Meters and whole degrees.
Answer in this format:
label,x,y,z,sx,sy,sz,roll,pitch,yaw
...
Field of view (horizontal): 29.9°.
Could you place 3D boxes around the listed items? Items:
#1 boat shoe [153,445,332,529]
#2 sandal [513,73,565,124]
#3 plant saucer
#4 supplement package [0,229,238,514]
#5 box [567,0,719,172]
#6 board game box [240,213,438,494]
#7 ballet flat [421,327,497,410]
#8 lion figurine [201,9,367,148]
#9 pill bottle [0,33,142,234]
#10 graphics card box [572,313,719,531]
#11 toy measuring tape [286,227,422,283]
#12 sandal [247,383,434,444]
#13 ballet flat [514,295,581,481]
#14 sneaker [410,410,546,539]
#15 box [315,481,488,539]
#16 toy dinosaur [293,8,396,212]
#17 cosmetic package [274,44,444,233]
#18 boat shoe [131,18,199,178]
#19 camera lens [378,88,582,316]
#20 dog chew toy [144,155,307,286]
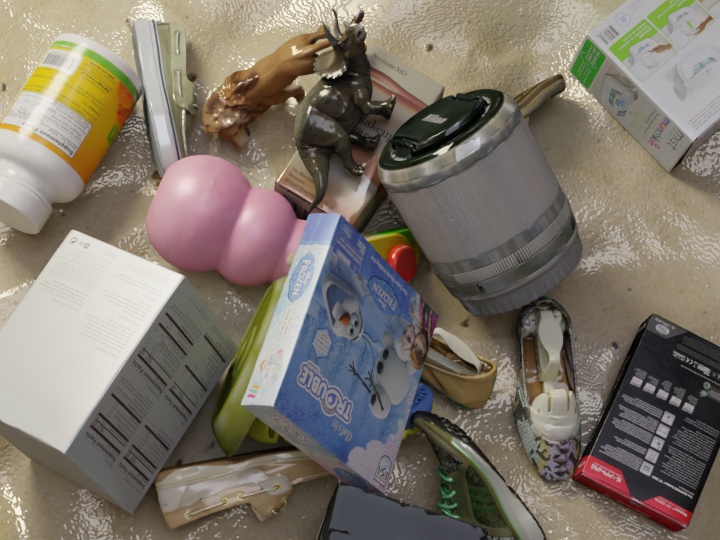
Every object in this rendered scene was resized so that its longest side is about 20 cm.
label,x,y,z,sx,sy,sz,roll,pitch,yaw
boat shoe,-0.107,0.220,1.369,0.199,0.074,0.069,-8,86,-9
sandal,0.162,-0.154,1.525,0.200,0.080,0.054,-35,99,-20
plant saucer,-0.104,0.087,1.340,0.031,0.200,0.201,24,70,-9
supplement package,-0.253,0.099,1.326,0.151,0.151,0.200,21,68,29
box,0.377,-0.248,1.559,0.200,0.097,0.177,-40,80,-17
board game box,-0.012,0.082,1.286,0.043,0.200,0.200,1,61,36
ballet flat,0.057,0.074,1.431,0.200,0.063,0.069,29,36,1
lion figurine,-0.087,-0.216,1.472,0.122,0.200,0.073,-25,78,-48
pill bottle,-0.328,-0.143,1.446,0.111,0.111,0.200,27,71,4
graphics card box,0.322,0.161,1.437,0.125,0.051,0.200,26,72,4
toy measuring tape,0.000,0.000,1.422,0.200,0.074,0.074,-15,69,-48
sandal,-0.021,0.130,1.385,0.199,0.080,0.087,-1,113,-9
ballet flat,0.199,0.120,1.430,0.072,0.072,0.201,-1,71,-6
sneaker,0.105,0.230,1.364,0.089,0.077,0.200,-39,98,-1
box,0.023,0.294,1.282,0.148,0.200,0.125,18,71,0
toy dinosaur,-0.025,-0.161,1.416,0.102,0.077,0.200,25,103,1
cosmetic package,-0.002,-0.134,1.487,0.103,0.087,0.200,30,71,6
boat shoe,-0.210,-0.194,1.498,0.062,0.072,0.201,-8,71,-13
camera lens,0.124,-0.075,1.404,0.160,0.160,0.200,-38,112,-16
dog chew toy,-0.124,-0.040,1.431,0.199,0.125,0.125,24,70,-6
